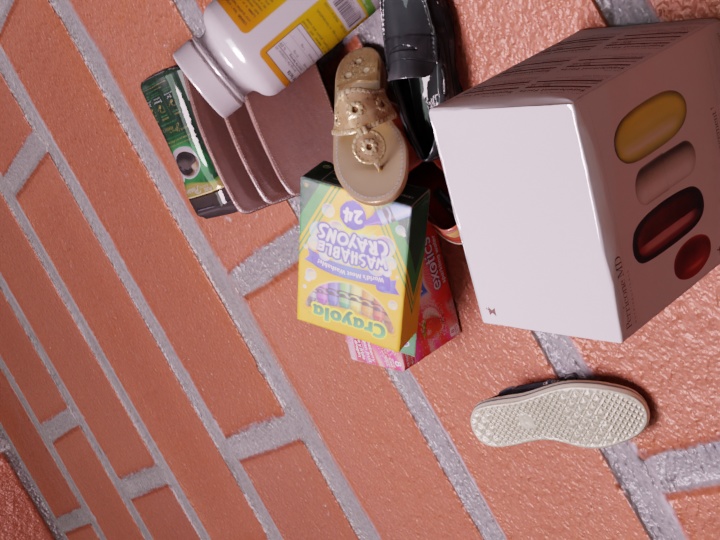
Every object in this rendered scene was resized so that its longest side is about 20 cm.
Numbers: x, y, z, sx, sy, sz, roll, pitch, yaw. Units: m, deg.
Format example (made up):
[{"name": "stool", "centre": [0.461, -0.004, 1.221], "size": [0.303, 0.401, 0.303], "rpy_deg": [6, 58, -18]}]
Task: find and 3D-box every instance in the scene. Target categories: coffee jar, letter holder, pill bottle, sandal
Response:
[{"name": "coffee jar", "centre": [-0.199, -0.168, 1.405], "size": [0.104, 0.085, 0.202], "rpy_deg": [-8, 107, 50]}, {"name": "letter holder", "centre": [-0.108, -0.174, 1.200], "size": [0.101, 0.141, 0.202], "rpy_deg": [-160, 49, -81]}, {"name": "pill bottle", "centre": [-0.085, -0.247, 1.089], "size": [0.111, 0.200, 0.111], "rpy_deg": [51, -177, -4]}, {"name": "sandal", "centre": [-0.005, -0.161, 1.083], "size": [0.070, 0.077, 0.213], "rpy_deg": [56, -158, -46]}]

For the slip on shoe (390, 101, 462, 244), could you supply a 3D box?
[{"name": "slip on shoe", "centre": [0.052, -0.109, 1.133], "size": [0.074, 0.061, 0.200], "rpy_deg": [-43, 76, 12]}]

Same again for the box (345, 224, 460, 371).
[{"name": "box", "centre": [0.029, -0.001, 1.228], "size": [0.095, 0.099, 0.202], "rpy_deg": [9, 121, 48]}]

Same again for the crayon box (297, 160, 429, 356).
[{"name": "crayon box", "centre": [0.000, 0.000, 1.137], "size": [0.125, 0.052, 0.202], "rpy_deg": [16, 123, 22]}]

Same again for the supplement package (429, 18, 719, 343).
[{"name": "supplement package", "centre": [0.192, -0.077, 0.882], "size": [0.146, 0.199, 0.193], "rpy_deg": [7, 121, 49]}]

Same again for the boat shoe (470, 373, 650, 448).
[{"name": "boat shoe", "centre": [0.210, 0.146, 1.145], "size": [0.199, 0.062, 0.075], "rpy_deg": [-12, 101, 38]}]

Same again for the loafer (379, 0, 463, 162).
[{"name": "loafer", "centre": [0.057, -0.204, 1.064], "size": [0.068, 0.070, 0.202], "rpy_deg": [-1, 115, 35]}]
